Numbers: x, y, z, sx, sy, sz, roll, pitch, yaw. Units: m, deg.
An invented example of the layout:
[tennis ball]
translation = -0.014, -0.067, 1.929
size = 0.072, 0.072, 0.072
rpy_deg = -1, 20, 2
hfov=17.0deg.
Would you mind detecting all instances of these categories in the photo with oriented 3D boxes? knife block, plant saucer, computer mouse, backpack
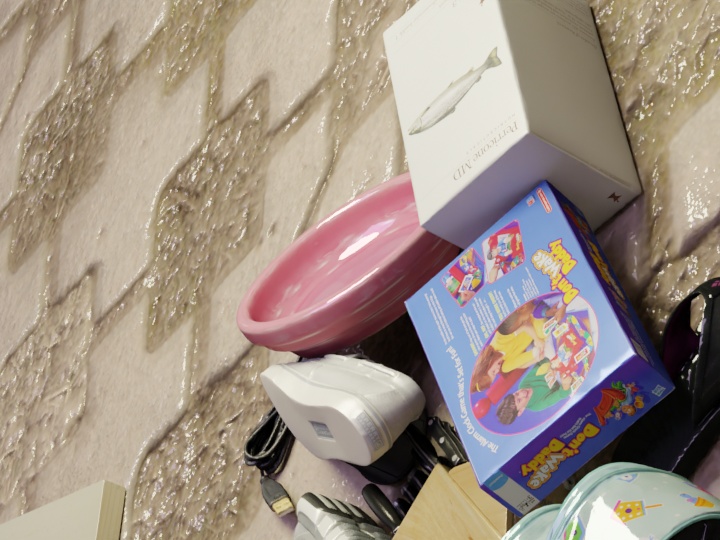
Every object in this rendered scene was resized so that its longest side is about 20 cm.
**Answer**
[knife block]
translation = 0.065, 0.194, 1.644
size = 0.175, 0.064, 0.201
rpy_deg = -26, 50, 46
[plant saucer]
translation = 0.000, 0.000, 1.808
size = 0.200, 0.051, 0.201
rpy_deg = -32, 16, 11
[computer mouse]
translation = -0.032, 0.130, 1.837
size = 0.141, 0.046, 0.200
rpy_deg = -61, 33, 5
[backpack]
translation = 0.156, 0.213, 1.401
size = 0.201, 0.175, 0.153
rpy_deg = -57, 38, 6

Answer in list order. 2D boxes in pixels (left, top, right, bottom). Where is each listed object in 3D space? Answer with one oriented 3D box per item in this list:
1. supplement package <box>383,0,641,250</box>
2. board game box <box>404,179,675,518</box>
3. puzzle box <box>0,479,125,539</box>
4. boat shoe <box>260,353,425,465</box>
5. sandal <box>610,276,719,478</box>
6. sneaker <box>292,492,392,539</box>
[supplement package]
translation = 0.106, -0.115, 1.733
size = 0.117, 0.117, 0.201
rpy_deg = -40, 41, 30
[board game box]
translation = 0.114, 0.048, 1.592
size = 0.134, 0.045, 0.200
rpy_deg = -41, 36, 15
[puzzle box]
translation = -0.280, 0.272, 2.119
size = 0.199, 0.025, 0.134
rpy_deg = -25, 51, 46
[boat shoe]
translation = -0.013, 0.090, 1.737
size = 0.068, 0.072, 0.200
rpy_deg = -34, 9, -17
[sandal]
translation = 0.215, 0.061, 1.528
size = 0.201, 0.048, 0.075
rpy_deg = -61, 33, 9
[sneaker]
translation = -0.009, 0.244, 1.721
size = 0.116, 0.075, 0.200
rpy_deg = -67, 22, 6
